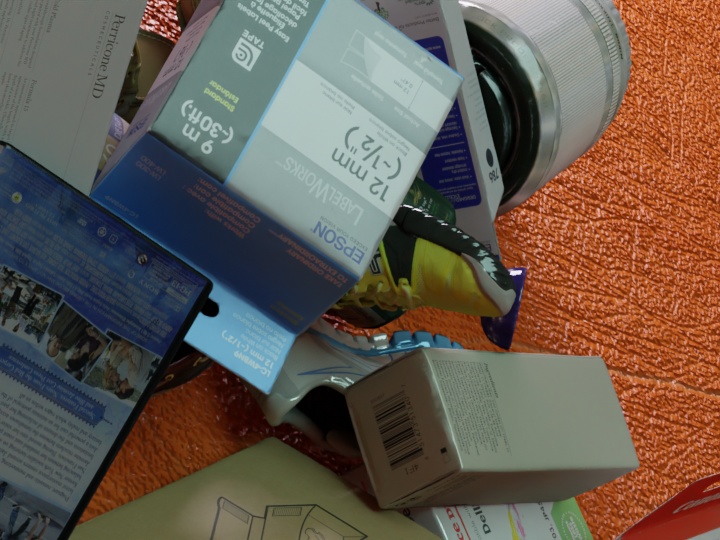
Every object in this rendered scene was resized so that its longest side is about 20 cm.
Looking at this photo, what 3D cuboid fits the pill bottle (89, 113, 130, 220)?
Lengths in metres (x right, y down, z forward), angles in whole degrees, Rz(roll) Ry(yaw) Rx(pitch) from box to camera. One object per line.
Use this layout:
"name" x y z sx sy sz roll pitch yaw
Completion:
"pill bottle" -0.221 -0.082 1.118 0.200 0.111 0.112 36 39 -28

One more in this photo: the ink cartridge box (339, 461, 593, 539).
"ink cartridge box" 0.058 0.162 1.312 0.199 0.067 0.118 -12 74 -54

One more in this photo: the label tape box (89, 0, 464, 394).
"label tape box" -0.051 -0.057 1.116 0.143 0.066 0.201 34 67 -17

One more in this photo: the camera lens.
"camera lens" 0.097 -0.134 1.515 0.161 0.160 0.200 56 34 -1

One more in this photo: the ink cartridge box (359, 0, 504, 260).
"ink cartridge box" 0.036 -0.099 1.414 0.039 0.099 0.202 -34 113 -62

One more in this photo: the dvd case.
"dvd case" -0.176 0.057 1.037 0.142 0.018 0.201 35 80 -32

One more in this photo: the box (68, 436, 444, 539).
"box" -0.045 0.163 1.146 0.163 0.021 0.199 28 25 25

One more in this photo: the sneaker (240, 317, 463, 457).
"sneaker" 0.004 0.084 1.292 0.199 0.075 0.087 11 39 -38

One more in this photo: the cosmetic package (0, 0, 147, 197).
"cosmetic package" -0.206 -0.069 1.037 0.150 0.202 0.052 14 12 -24

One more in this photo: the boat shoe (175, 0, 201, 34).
"boat shoe" -0.042 -0.101 1.249 0.072 0.067 0.201 -83 151 -52

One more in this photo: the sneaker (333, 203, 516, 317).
"sneaker" -0.007 -0.003 1.202 0.075 0.198 0.077 63 47 -67

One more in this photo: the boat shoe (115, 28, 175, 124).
"boat shoe" -0.167 -0.125 1.259 0.199 0.066 0.074 -12 73 -54

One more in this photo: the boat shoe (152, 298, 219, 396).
"boat shoe" -0.145 0.044 1.153 0.199 0.070 0.071 -21 81 -54

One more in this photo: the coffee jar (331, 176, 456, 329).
"coffee jar" -0.039 -0.057 1.336 0.200 0.085 0.105 39 73 -25

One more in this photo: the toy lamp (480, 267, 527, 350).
"toy lamp" 0.000 0.000 1.264 0.198 0.059 0.058 14 42 2

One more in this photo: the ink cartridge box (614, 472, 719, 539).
"ink cartridge box" 0.192 0.192 1.338 0.162 0.200 0.057 -7 66 -53

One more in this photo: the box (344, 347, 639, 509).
"box" 0.084 0.097 1.272 0.199 0.068 0.083 8 59 -51
